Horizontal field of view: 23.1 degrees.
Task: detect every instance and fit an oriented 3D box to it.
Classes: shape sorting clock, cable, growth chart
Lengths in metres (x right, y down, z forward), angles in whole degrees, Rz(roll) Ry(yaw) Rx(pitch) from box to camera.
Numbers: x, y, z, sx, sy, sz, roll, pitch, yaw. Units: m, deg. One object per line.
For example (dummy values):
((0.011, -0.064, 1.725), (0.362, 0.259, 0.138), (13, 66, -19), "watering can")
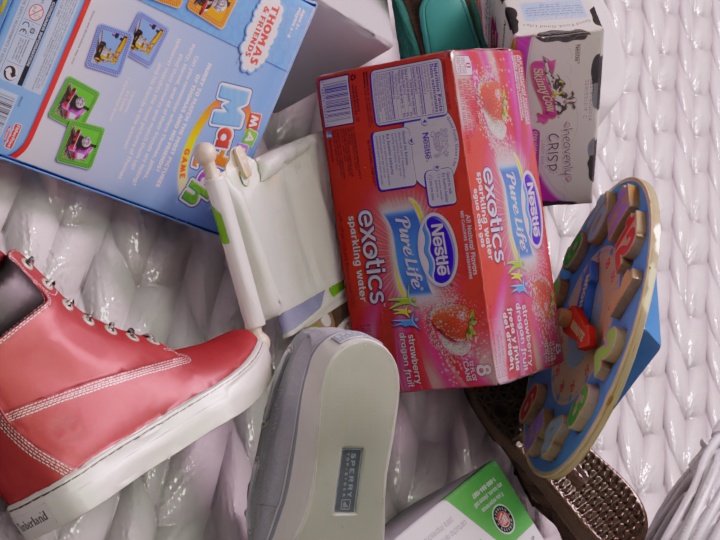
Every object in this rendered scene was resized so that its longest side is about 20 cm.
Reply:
((0.143, 0.035, 1.122), (0.039, 0.200, 0.200), (21, 46, -11), "shape sorting clock")
((0.214, 0.211, 1.172), (0.069, 0.200, 0.200), (31, 25, 8), "cable")
((-0.022, -0.021, 1.068), (0.200, 0.018, 0.145), (-21, 101, -55), "growth chart")

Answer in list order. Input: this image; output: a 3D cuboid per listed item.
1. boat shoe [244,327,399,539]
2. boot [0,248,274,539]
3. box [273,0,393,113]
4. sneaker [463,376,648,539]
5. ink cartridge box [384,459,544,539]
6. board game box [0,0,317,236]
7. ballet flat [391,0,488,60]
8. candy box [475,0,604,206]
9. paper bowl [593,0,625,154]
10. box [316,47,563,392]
((-0.028, 0.129, 0.972), (0.070, 0.071, 0.201), (9, 94, -31), "boat shoe")
((-0.135, 0.034, 0.919), (0.200, 0.072, 0.145), (-30, 92, -54), "boot")
((-0.075, -0.231, 1.143), (0.152, 0.106, 0.201), (26, 48, -45), "box")
((0.122, 0.126, 1.226), (0.070, 0.076, 0.200), (-22, 64, -21), "sneaker")
((0.075, 0.235, 1.041), (0.200, 0.083, 0.147), (58, 32, 2), "ink cartridge box")
((-0.127, -0.116, 0.980), (0.200, 0.037, 0.152), (20, 94, -47), "board game box")
((0.041, -0.194, 1.151), (0.067, 0.070, 0.201), (-16, 109, -19), "ballet flat")
((0.115, -0.154, 1.198), (0.200, 0.061, 0.137), (-100, -174, -52), "candy box")
((0.135, -0.176, 1.404), (0.200, 0.104, 0.201), (31, 46, -39), "paper bowl")
((0.050, -0.030, 1.075), (0.095, 0.099, 0.201), (-11, 93, -57), "box")
